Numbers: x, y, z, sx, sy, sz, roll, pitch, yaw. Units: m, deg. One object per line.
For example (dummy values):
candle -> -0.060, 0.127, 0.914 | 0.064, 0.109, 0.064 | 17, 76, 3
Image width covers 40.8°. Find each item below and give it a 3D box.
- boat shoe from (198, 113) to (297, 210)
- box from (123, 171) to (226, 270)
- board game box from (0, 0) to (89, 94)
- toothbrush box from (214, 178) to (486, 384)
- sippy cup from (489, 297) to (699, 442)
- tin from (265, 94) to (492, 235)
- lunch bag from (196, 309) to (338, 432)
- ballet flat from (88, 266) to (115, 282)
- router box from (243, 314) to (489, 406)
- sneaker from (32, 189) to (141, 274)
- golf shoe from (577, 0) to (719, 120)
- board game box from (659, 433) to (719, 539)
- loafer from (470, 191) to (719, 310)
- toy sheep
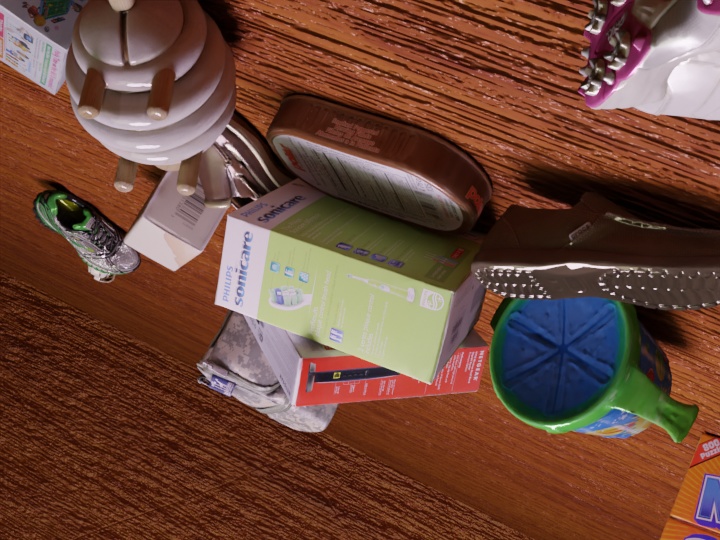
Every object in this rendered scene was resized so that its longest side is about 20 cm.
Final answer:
boat shoe -> -0.123, -0.092, 0.922 | 0.074, 0.075, 0.202 | 10, 156, 49
box -> -0.215, -0.066, 1.138 | 0.077, 0.096, 0.200 | 31, 166, -14
board game box -> -0.321, -0.244, 0.807 | 0.199, 0.065, 0.147 | 35, 165, -16
toothbrush box -> 0.000, 0.000, 0.823 | 0.198, 0.087, 0.146 | 20, -156, 15
sippy cup -> 0.201, 0.084, 0.839 | 0.139, 0.179, 0.130 | -33, 140, 27
tin -> 0.011, -0.085, 0.788 | 0.198, 0.042, 0.112 | 21, 159, 27
lunch bag -> -0.091, 0.083, 1.197 | 0.167, 0.201, 0.139 | 30, 164, -14
ballet flat -> -0.479, -0.014, 1.817 | 0.068, 0.068, 0.200 | 28, 165, 0
router box -> -0.007, 0.043, 0.892 | 0.178, 0.049, 0.200 | -1, -153, -24
sneaker -> -0.447, -0.059, 1.598 | 0.199, 0.079, 0.085 | 37, 162, -26
golf shoe -> 0.166, -0.112, 0.387 | 0.091, 0.076, 0.200 | 15, 170, -12
board game box -> 0.448, 0.327, 1.027 | 0.199, 0.201, 0.200 | 13, 159, 43
loafer -> 0.173, -0.018, 0.667 | 0.198, 0.068, 0.076 | 3, 159, 24
toy sheep -> -0.154, -0.142, 0.714 | 0.137, 0.139, 0.201 | 25, 153, 12
